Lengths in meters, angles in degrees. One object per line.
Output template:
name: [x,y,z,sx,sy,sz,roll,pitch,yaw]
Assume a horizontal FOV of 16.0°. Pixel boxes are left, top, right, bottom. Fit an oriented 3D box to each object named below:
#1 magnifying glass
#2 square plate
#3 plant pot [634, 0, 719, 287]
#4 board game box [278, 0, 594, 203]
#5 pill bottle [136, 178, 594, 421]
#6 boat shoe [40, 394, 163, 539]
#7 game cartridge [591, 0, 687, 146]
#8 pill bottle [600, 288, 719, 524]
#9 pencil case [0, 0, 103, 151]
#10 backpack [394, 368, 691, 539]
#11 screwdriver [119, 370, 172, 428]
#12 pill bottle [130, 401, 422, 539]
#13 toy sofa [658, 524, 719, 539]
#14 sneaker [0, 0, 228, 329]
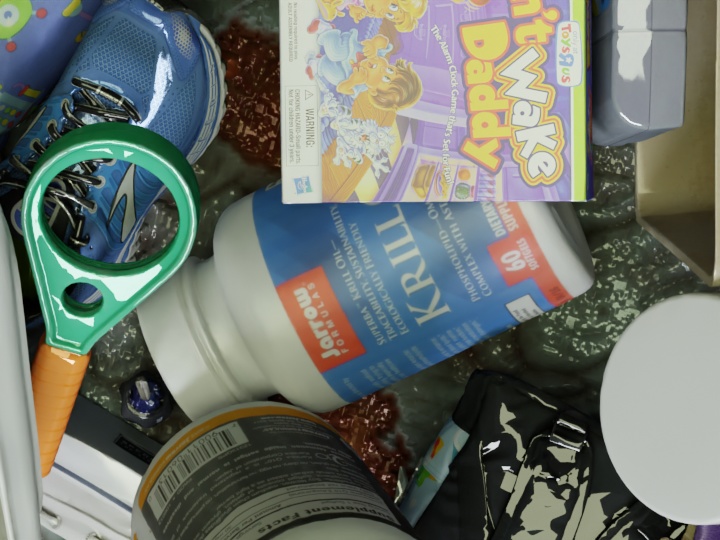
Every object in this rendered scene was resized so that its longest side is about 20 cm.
magnifying glass: [-0.130,0.017,1.186,0.079,0.022,0.200,16,126,-9]
square plate: [-0.188,0.029,1.203,0.028,0.198,0.200,-11,109,-20]
plant pot: [0.224,-0.108,1.137,0.177,0.200,0.200,-1,100,-4]
board game box: [0.033,-0.130,1.120,0.134,0.045,0.201,-1,94,9]
pill bottle: [0.000,0.000,1.214,0.200,0.112,0.112,-27,96,11]
boat shoe: [-0.102,0.131,1.277,0.200,0.074,0.065,34,107,11]
game cartridge: [0.118,-0.159,1.145,0.040,0.133,0.201,-1,89,-7]
pill bottle: [0.202,0.059,1.126,0.114,0.200,0.114,-1,88,41]
pencil case: [-0.150,-0.149,1.224,0.087,0.078,0.200,39,102,-6]
backpack: [0.071,0.166,1.229,0.163,0.154,0.200,28,85,-6]
screwdriver: [-0.096,0.057,1.196,0.029,0.200,0.028,-3,84,-9]
pill bottle: [-0.026,0.144,1.119,0.116,0.200,0.117,-6,112,-16]
toy sofa: [0.220,0.174,1.178,0.200,0.083,0.098,22,99,-37]
sneaker: [-0.126,-0.046,1.202,0.078,0.089,0.200,31,124,9]
